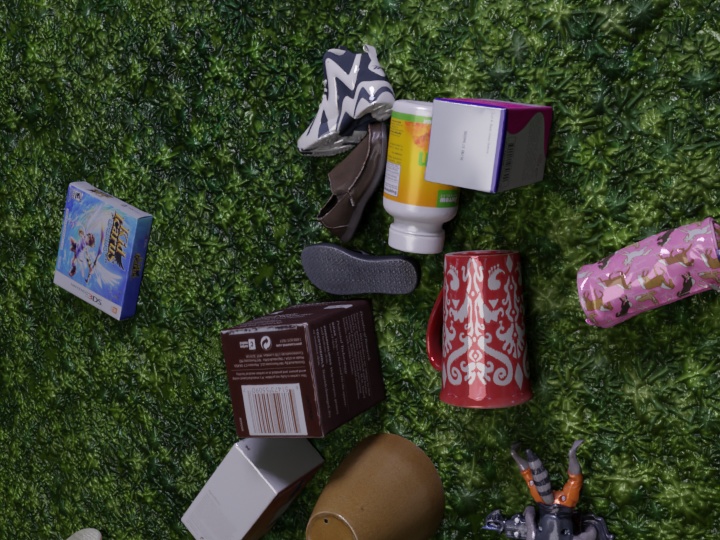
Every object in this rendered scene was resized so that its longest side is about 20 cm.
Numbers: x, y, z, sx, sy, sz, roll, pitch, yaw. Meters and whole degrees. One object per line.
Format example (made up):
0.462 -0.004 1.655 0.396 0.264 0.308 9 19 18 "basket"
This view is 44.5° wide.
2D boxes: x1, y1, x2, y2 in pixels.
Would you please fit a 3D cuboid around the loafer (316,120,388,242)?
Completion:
-0.013 -0.132 1.303 0.070 0.074 0.203 17 120 -10 "loafer"

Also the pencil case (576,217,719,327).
0.375 0.006 1.124 0.197 0.087 0.083 -23 119 31 "pencil case"

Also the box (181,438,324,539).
-0.179 0.366 1.468 0.106 0.151 0.201 45 118 16 "box"

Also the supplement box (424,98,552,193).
0.170 -0.166 1.141 0.101 0.199 0.104 13 105 28 "supplement box"

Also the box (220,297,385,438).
-0.084 0.146 1.345 0.163 0.199 0.169 -7 96 30 "box"

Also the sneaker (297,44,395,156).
-0.032 -0.262 1.318 0.198 0.078 0.133 -31 64 50 "sneaker"

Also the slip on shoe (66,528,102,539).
-0.589 0.592 1.804 0.199 0.075 0.061 -39 114 23 "slip on shoe"

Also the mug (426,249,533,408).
0.154 0.077 1.238 0.174 0.133 0.206 1 96 28 "mug"

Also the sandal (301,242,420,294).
0.000 0.001 1.368 0.195 0.043 0.078 10 111 18 "sandal"

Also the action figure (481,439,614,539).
0.249 0.345 1.248 0.196 0.104 0.199 -10 85 29 "action figure"

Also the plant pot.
0.005 0.371 1.336 0.183 0.199 0.192 6 102 29 "plant pot"

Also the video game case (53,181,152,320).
-0.480 -0.037 1.631 0.178 0.045 0.204 24 110 23 "video game case"

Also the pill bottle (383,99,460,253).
0.089 -0.132 1.245 0.109 0.110 0.205 13 105 27 "pill bottle"
